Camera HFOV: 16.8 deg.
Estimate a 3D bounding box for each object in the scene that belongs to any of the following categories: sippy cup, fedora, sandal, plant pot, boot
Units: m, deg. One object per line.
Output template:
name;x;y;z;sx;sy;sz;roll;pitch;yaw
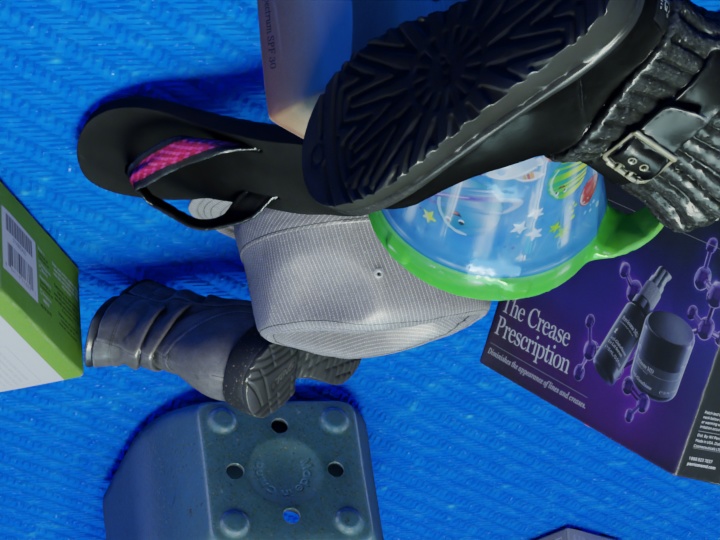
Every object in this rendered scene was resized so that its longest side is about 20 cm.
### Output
sippy cup;0.076;-0.075;1.305;0.177;0.140;0.131;-9;146;-16
fedora;0.000;0.000;1.440;0.199;0.091;0.177;1;167;-23
sandal;-0.081;-0.051;1.324;0.199;0.045;0.075;7;145;33
plant pot;-0.070;0.194;1.759;0.195;0.197;0.200;1;145;-15
boot;0.092;-0.064;1.137;0.211;0.080;0.158;-27;143;34
boot;-0.080;0.031;1.545;0.131;0.070;0.200;15;-167;23

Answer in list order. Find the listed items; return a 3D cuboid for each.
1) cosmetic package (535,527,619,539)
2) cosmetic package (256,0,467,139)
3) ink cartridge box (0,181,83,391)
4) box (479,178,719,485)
cosmetic package;0.139;0.307;2.133;0.090;0.107;0.200;17;144;-41
cosmetic package;0.051;-0.139;1.186;0.199;0.104;0.087;-26;146;32
ink cartridge box;-0.286;0.024;1.473;0.199;0.076;0.148;-10;155;10
box;0.169;0.025;1.402;0.079;0.142;0.200;15;-172;-34
